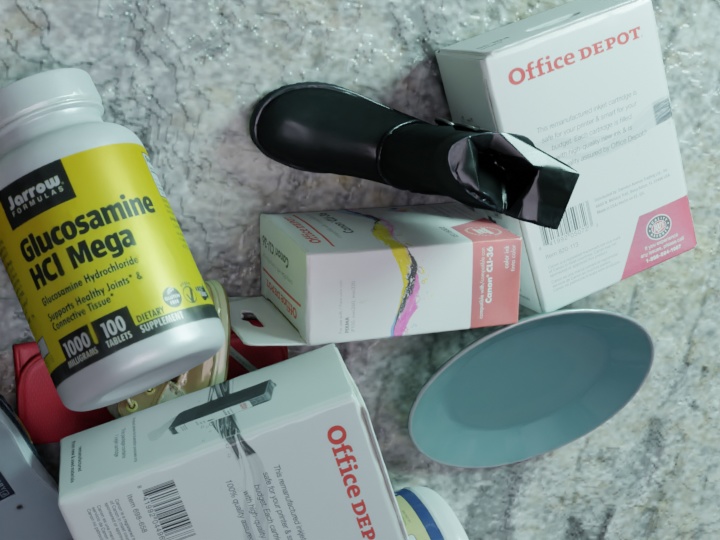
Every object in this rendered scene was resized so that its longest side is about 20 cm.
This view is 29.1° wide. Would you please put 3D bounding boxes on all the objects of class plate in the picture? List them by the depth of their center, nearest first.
[{"bbox_3d":[0.128,0.086,1.063,0.199,0.026,0.201,-13,143,-10],"label":"plate"}]

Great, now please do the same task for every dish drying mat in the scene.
[{"bbox_3d":[-0.148,0.079,1.003,0.199,0.018,0.077,-5,107,-19],"label":"dish drying mat"}]

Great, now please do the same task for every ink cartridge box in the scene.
[{"bbox_3d":[-0.080,0.154,0.916,0.199,0.084,0.145,-19,115,-2],"label":"ink cartridge box"},{"bbox_3d":[0.000,0.000,0.983,0.199,0.116,0.068,-5,107,-20],"label":"ink cartridge box"},{"bbox_3d":[0.156,-0.091,1.034,0.146,0.083,0.201,-22,110,-17],"label":"ink cartridge box"}]

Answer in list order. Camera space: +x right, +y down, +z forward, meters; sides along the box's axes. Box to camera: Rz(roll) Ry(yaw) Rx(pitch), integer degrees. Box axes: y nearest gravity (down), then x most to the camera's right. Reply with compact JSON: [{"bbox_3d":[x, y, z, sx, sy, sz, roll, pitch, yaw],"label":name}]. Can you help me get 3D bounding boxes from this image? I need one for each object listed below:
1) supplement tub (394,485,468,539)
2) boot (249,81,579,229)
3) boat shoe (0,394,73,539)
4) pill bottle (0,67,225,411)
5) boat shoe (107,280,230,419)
[{"bbox_3d":[-0.018,0.255,1.028,0.199,0.144,0.145,-16,109,-16],"label":"supplement tub"},{"bbox_3d":[0.029,-0.078,0.927,0.164,0.200,0.066,7,101,-22],"label":"boot"},{"bbox_3d":[-0.254,0.127,0.953,0.071,0.091,0.201,-23,138,-13],"label":"boat shoe"},{"bbox_3d":[-0.174,-0.021,0.885,0.112,0.112,0.201,-23,83,-13],"label":"pill bottle"},{"bbox_3d":[-0.143,0.099,0.960,0.066,0.074,0.201,13,100,-26],"label":"boat shoe"}]
